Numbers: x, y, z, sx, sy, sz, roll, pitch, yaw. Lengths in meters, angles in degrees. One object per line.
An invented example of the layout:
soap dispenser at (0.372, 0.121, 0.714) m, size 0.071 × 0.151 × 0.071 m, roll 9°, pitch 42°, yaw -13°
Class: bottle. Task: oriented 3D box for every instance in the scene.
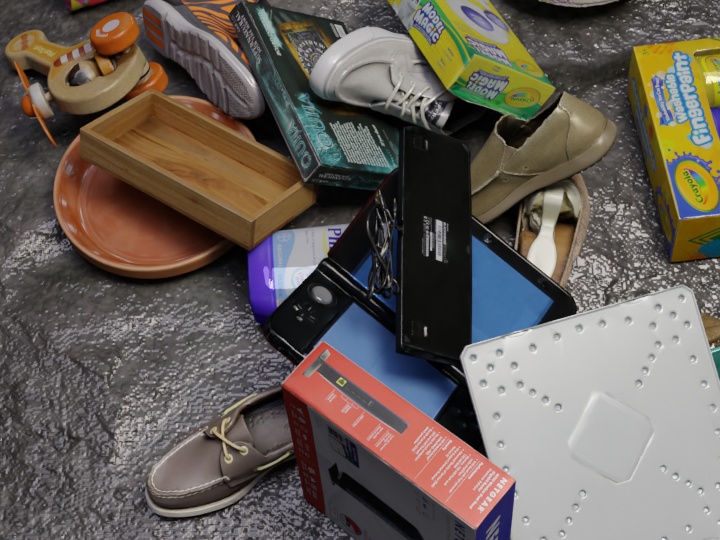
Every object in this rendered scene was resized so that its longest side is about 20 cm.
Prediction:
bottle at (0.000, 0.000, 1.282) m, size 0.198 × 0.065 × 0.084 m, roll -5°, pitch 63°, yaw 1°

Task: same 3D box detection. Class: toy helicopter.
toy helicopter at (-0.291, -0.192, 1.413) m, size 0.199 × 0.079 × 0.132 m, roll 24°, pitch 62°, yaw 43°

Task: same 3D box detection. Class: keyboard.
keyboard at (0.043, -0.023, 1.185) m, size 0.103 × 0.040 × 0.202 m, roll 18°, pitch 62°, yaw -33°

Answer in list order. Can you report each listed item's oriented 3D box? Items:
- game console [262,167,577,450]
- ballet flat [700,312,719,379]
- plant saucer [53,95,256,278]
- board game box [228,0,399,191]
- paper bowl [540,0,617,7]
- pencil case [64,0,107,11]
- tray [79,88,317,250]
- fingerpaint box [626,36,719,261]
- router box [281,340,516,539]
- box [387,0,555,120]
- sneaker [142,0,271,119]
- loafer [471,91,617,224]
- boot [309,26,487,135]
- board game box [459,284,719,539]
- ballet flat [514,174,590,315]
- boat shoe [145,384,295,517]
game console at (0.051, 0.041, 1.182) m, size 0.200 × 0.119 × 0.172 m, roll 38°, pitch 34°, yaw 3°
ballet flat at (0.226, 0.084, 1.219) m, size 0.199 × 0.068 × 0.072 m, roll -23°, pitch 39°, yaw -10°
plant saucer at (-0.188, -0.077, 1.366) m, size 0.198 × 0.032 × 0.202 m, roll -3°, pitch 57°, yaw 4°
board game box at (-0.033, -0.161, 1.353) m, size 0.135 × 0.028 × 0.201 m, roll 4°, pitch 51°, yaw -44°
paper bowl at (0.218, -0.348, 1.462) m, size 0.199 × 0.105 × 0.202 m, roll -2°, pitch 58°, yaw 3°
pencil case at (-0.230, -0.338, 1.504) m, size 0.198 × 0.089 × 0.089 m, roll -18°, pitch 58°, yaw -9°
tray at (-0.147, -0.094, 1.312) m, size 0.199 × 0.037 × 0.099 m, roll 28°, pitch 42°, yaw 24°
fingerpaint box at (0.345, -0.118, 1.325) m, size 0.165 × 0.074 × 0.201 m, roll -6°, pitch 57°, yaw 0°
router box at (0.029, 0.165, 1.096) m, size 0.179 × 0.201 × 0.049 m, roll 34°, pitch 65°, yaw 23°
box at (0.102, -0.214, 1.368) m, size 0.117 × 0.048 × 0.201 m, roll 14°, pitch 37°, yaw -41°
sneaker at (-0.119, -0.227, 1.411) m, size 0.111 × 0.078 × 0.200 m, roll -26°, pitch 52°, yaw -26°
loafer at (0.130, -0.098, 1.285) m, size 0.199 × 0.068 × 0.076 m, roll -28°, pitch 18°, yaw 27°
boot at (0.045, -0.170, 1.338) m, size 0.096 × 0.074 × 0.199 m, roll 43°, pitch 33°, yaw 22°
board game box at (0.195, 0.133, 1.152) m, size 0.198 × 0.026 × 0.202 m, roll -15°, pitch 86°, yaw -9°
ballet flat at (0.168, -0.032, 1.289) m, size 0.067 × 0.067 × 0.201 m, roll 6°, pitch 58°, yaw 8°
boat shoe at (-0.090, 0.139, 1.205) m, size 0.199 × 0.060 × 0.072 m, roll -23°, pitch 59°, yaw -10°
